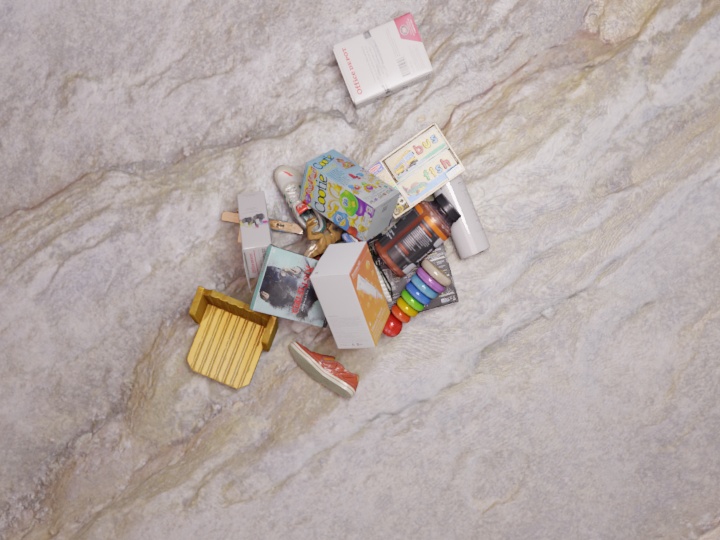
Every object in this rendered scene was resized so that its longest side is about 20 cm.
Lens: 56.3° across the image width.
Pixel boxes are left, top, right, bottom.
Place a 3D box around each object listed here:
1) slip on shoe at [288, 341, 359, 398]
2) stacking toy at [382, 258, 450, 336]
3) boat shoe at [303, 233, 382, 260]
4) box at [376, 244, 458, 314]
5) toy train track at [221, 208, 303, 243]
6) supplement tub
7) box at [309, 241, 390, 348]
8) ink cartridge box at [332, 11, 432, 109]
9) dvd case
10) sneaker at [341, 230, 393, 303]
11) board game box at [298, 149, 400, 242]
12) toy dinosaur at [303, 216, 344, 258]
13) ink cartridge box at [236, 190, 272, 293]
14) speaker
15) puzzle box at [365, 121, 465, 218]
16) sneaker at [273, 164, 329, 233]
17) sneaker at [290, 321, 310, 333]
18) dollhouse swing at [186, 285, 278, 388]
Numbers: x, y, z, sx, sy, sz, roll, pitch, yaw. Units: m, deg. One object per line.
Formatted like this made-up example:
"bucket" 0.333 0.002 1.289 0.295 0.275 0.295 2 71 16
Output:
"slip on shoe" -0.089 0.233 1.643 0.199 0.074 0.061 33 60 6
"stacking toy" 0.118 0.073 1.569 0.085 0.085 0.200 40 99 0
"boat shoe" -0.036 -0.046 1.614 0.198 0.071 0.063 -22 102 1
"box" 0.122 0.023 1.624 0.198 0.044 0.162 -17 93 4
"toy train track" -0.237 -0.115 1.641 0.197 0.033 0.116 10 87 -4
"supplement tub" 0.133 -0.084 1.534 0.200 0.107 0.107 -41 91 11
"box" -0.019 0.056 1.484 0.096 0.125 0.202 -4 124 25
"ink cartridge box" 0.051 -0.488 1.576 0.198 0.083 0.148 -22 93 3
"dvd case" -0.138 0.038 1.495 0.199 0.022 0.148 18 89 -38
"sneaker" 0.000 0.000 1.560 0.088 0.079 0.202 -23 104 11
"board game box" -0.027 -0.170 1.528 0.199 0.105 0.104 36 133 20
"toy dinosaur" -0.097 -0.060 1.529 0.200 0.060 0.107 -41 117 -25
"ink cartridge box" -0.233 -0.065 1.522 0.067 0.116 0.202 -8 56 -6
"speaker" 0.235 -0.131 1.591 0.080 0.081 0.202 -23 93 4
"puzzle box" 0.124 -0.229 1.541 0.199 0.025 0.134 -35 90 7
"sneaker" -0.140 -0.167 1.599 0.070 0.093 0.201 -32 92 4
"sneaker" -0.067 0.106 1.624 0.200 0.074 0.116 -43 88 3
"dollhouse swing" -0.320 0.168 1.599 0.198 0.182 0.177 23 74 1
